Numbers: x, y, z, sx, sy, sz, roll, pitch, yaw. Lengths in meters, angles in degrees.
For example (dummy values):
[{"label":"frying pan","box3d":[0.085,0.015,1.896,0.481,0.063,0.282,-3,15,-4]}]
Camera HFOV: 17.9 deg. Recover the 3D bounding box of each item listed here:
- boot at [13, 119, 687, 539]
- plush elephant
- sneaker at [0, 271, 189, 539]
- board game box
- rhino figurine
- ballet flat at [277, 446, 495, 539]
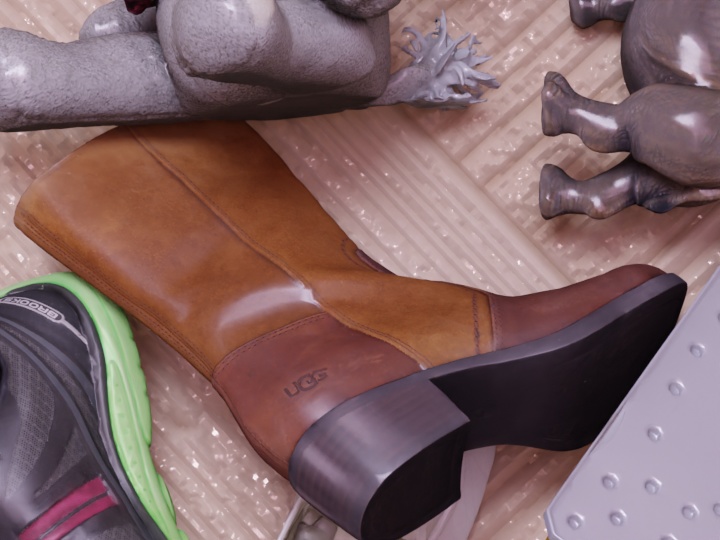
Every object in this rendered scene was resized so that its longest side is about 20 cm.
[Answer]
[{"label":"boot","box3d":[0.000,0.000,0.861,0.188,0.069,0.200,-30,54,-29]},{"label":"plush elephant","box3d":[-0.034,-0.138,0.844,0.199,0.164,0.156,-3,86,-38]},{"label":"sneaker","box3d":[-0.109,0.096,0.829,0.083,0.077,0.201,-9,60,-20]},{"label":"board game box","box3d":[0.190,0.085,0.822,0.200,0.026,0.200,35,55,8]},{"label":"rhino figurine","box3d":[0.123,-0.112,0.885,0.087,0.060,0.201,5,68,11]},{"label":"ballet flat","box3d":[-0.006,0.108,0.843,0.069,0.069,0.200,29,80,7]}]
